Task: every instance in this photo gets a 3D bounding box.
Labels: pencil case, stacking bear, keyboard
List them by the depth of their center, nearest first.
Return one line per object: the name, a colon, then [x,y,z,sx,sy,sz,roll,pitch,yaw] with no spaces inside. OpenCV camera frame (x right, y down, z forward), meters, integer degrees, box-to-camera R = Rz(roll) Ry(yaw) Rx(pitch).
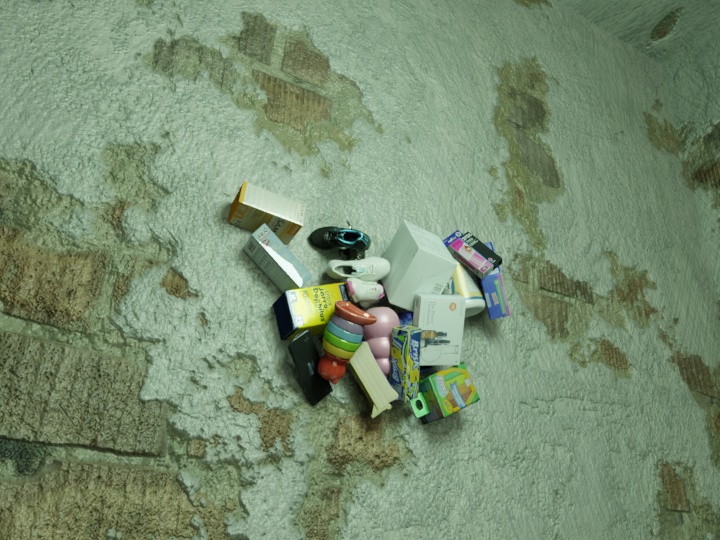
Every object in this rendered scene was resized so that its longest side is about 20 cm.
stacking bear: [-0.054,0.199,1.549,0.119,0.205,0.113,24,8,26]
keyboard: [-0.122,0.254,1.583,0.126,0.020,0.205,-32,113,-31]
pencil case: [0.207,0.183,1.771,0.195,0.088,0.079,19,39,-23]

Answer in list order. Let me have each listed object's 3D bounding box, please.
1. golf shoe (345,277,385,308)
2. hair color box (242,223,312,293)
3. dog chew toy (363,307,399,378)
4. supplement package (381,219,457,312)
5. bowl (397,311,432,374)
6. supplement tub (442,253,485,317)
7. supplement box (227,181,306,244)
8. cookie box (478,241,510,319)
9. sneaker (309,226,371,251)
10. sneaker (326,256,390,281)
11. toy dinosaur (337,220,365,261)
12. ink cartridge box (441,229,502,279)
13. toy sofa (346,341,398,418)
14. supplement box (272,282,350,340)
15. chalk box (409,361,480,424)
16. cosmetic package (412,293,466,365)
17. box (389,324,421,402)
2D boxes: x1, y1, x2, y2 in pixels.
golf shoe: [0.015,0.054,1.700,0.200,0.089,0.077,34,36,-71]
hair color box: [-0.237,-0.023,1.638,0.200,0.099,0.061,47,54,-4]
dog chew toy: [0.061,0.215,1.701,0.121,0.124,0.207,3,75,-29]
supplement package: [0.169,-0.008,1.771,0.144,0.195,0.201,21,23,-21]
bowl: [0.167,0.224,1.806,0.195,0.039,0.207,13,63,-26]
supplement tub: [0.325,0.045,1.915,0.141,0.144,0.206,0,68,-30]
supplement box: [-0.270,-0.163,1.666,0.195,0.126,0.076,19,59,-21]
cookie box: [0.437,0.033,1.933,0.202,0.073,0.175,-87,160,-57]
sneaker: [-0.067,-0.105,1.737,0.193,0.082,0.076,3,77,16]
sneaker: [0.000,0.000,1.710,0.193,0.088,0.078,-3,91,-11]
toy dinosaur: [-0.018,-0.053,1.812,0.100,0.077,0.205,1,62,-42]
ink cartridge box: [0.354,-0.063,1.861,0.094,0.038,0.199,-33,55,-23]
toy sofa: [0.022,0.305,1.636,0.096,0.083,0.203,-32,85,-6]
supplement box: [-0.133,0.115,1.633,0.195,0.109,0.112,-7,72,-33]
chalk box: [0.234,0.374,1.726,0.196,0.123,0.128,-16,76,-35]
cosmetic package: [0.228,0.175,1.702,0.146,0.052,0.207,1,99,-18]
box: [0.128,0.265,1.653,0.069,0.063,0.207,-4,99,-49]
